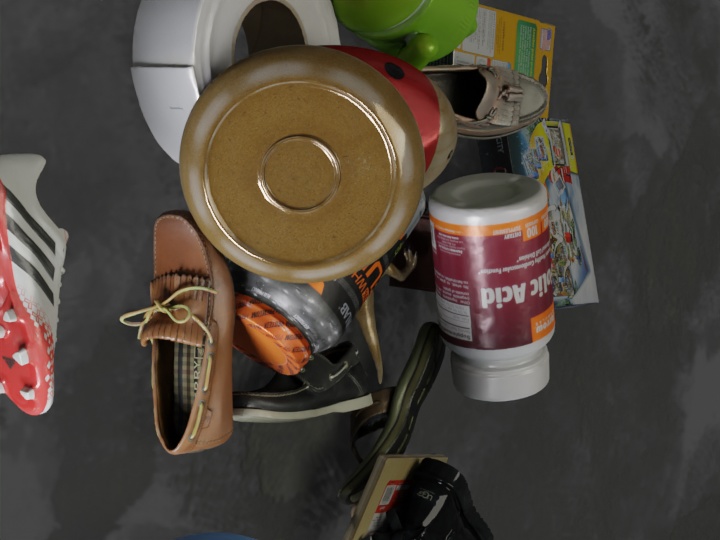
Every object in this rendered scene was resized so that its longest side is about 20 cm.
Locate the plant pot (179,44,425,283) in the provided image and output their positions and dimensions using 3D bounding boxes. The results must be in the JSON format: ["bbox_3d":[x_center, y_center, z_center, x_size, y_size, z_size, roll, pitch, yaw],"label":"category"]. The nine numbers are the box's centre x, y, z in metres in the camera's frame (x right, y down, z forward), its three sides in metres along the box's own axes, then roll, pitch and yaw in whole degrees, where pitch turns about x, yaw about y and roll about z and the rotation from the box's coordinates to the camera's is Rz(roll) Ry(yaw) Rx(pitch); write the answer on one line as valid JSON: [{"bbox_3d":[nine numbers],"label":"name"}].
[{"bbox_3d":[-0.048,-0.080,1.380,0.027,0.200,0.200,-87,168,-71],"label":"plant pot"}]

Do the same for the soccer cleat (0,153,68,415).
[{"bbox_3d":[-0.250,0.009,1.289,0.085,0.069,0.200,-26,111,-45],"label":"soccer cleat"}]

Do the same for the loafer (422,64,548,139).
[{"bbox_3d":[0.099,-0.169,1.675,0.200,0.063,0.072,0,81,-21],"label":"loafer"}]

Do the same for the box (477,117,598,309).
[{"bbox_3d":[0.184,-0.059,1.783,0.136,0.038,0.200,-2,82,-53],"label":"box"}]

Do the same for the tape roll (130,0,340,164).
[{"bbox_3d":[-0.102,-0.181,1.467,0.202,0.071,0.203,-11,104,-54],"label":"tape roll"}]

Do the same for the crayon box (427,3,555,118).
[{"bbox_3d":[0.129,-0.208,1.803,0.200,0.052,0.126,2,93,-54],"label":"crayon box"}]

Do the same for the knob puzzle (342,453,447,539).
[{"bbox_3d":[0.008,0.269,1.688,0.220,0.030,0.220,-49,153,-37],"label":"knob puzzle"}]

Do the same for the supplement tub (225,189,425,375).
[{"bbox_3d":[-0.040,-0.015,1.515,0.200,0.122,0.123,-56,136,-20],"label":"supplement tub"}]

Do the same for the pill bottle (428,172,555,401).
[{"bbox_3d":[0.129,0.017,1.657,0.114,0.114,0.200,-32,123,-48],"label":"pill bottle"}]

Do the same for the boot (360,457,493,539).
[{"bbox_3d":[0.056,0.292,1.684,0.163,0.073,0.198,-58,150,-24],"label":"boot"}]

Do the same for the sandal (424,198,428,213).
[{"bbox_3d":[0.028,-0.109,1.609,0.055,0.082,0.200,-52,154,-10],"label":"sandal"}]

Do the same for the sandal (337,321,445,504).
[{"bbox_3d":[0.024,0.139,1.693,0.080,0.057,0.201,76,38,-68],"label":"sandal"}]

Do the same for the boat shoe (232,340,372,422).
[{"bbox_3d":[-0.060,0.103,1.566,0.200,0.072,0.068,-7,93,-58],"label":"boat shoe"}]

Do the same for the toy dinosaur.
[{"bbox_3d":[0.000,0.000,1.660,0.101,0.058,0.200,-32,112,-31],"label":"toy dinosaur"}]

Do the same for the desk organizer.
[{"bbox_3d":[0.113,-0.024,1.786,0.200,0.072,0.077,-6,101,-54],"label":"desk organizer"}]

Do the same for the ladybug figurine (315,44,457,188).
[{"bbox_3d":[-0.002,-0.125,1.439,0.200,0.072,0.136,3,82,-27],"label":"ladybug figurine"}]

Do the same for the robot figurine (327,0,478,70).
[{"bbox_3d":[0.035,-0.258,1.570,0.200,0.116,0.176,21,49,-63],"label":"robot figurine"}]

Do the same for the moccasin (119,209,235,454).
[{"bbox_3d":[-0.150,0.051,1.427,0.078,0.074,0.202,-8,101,-57],"label":"moccasin"}]

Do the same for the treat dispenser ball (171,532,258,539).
[{"bbox_3d":[-0.119,0.313,1.392,0.201,0.201,0.201,-9,102,-54],"label":"treat dispenser ball"}]
